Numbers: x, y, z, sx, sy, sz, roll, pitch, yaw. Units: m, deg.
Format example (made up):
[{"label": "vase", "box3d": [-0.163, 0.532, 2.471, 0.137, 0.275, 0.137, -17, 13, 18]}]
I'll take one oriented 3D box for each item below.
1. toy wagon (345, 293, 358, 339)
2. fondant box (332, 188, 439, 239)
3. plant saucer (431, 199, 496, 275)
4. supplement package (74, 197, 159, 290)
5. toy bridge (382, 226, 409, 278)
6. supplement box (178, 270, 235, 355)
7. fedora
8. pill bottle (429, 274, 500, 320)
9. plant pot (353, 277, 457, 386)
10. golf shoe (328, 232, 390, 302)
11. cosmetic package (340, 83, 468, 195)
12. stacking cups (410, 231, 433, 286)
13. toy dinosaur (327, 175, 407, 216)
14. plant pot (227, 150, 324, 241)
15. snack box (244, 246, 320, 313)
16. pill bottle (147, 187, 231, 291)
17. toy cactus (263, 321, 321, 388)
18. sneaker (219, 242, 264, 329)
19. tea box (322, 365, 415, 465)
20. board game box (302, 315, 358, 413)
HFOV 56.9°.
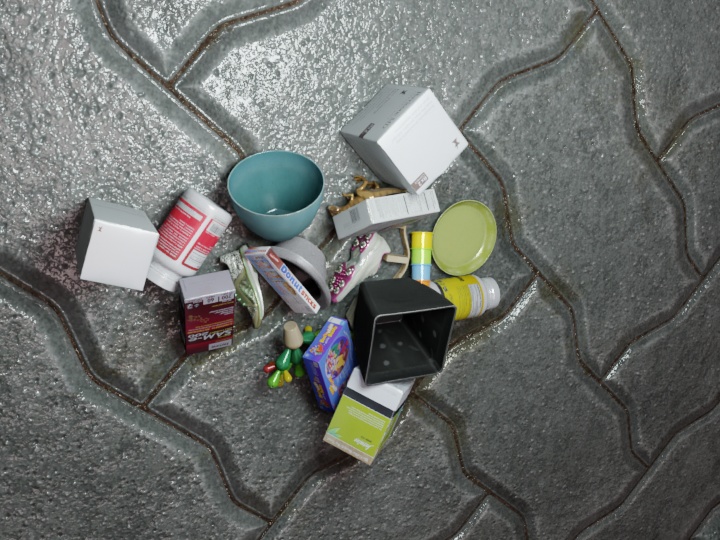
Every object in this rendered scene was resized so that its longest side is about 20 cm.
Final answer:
[{"label": "toy wagon", "box3d": [0.062, 0.112, 1.669, 0.199, 0.040, 0.155, 13, 116, -31]}, {"label": "fondant box", "box3d": [0.058, -0.128, 1.506, 0.200, 0.144, 0.058, -12, 85, -36]}, {"label": "plant saucer", "box3d": [0.262, -0.087, 1.722, 0.199, 0.031, 0.201, -8, 109, -24]}, {"label": "supplement package", "box3d": [-0.474, -0.054, 1.278, 0.117, 0.200, 0.118, 15, 100, -28]}, {"label": "toy bridge", "box3d": [0.089, -0.031, 1.657, 0.067, 0.027, 0.201, 6, 103, -27]}, {"label": "supplement box", "box3d": [-0.330, 0.093, 1.424, 0.108, 0.061, 0.200, -12, 143, -22]}, {"label": "fedora", "box3d": [-0.137, -0.006, 1.502, 0.200, 0.177, 0.090, 48, 54, -29]}, {"label": "pill bottle", "box3d": [0.256, 0.072, 1.724, 0.199, 0.112, 0.113, -8, 110, -24]}, {"label": "plant pot", "box3d": [0.082, 0.124, 1.546, 0.199, 0.178, 0.201, -6, 124, -20]}, {"label": "golf shoe", "box3d": [0.000, 0.000, 1.600, 0.091, 0.075, 0.200, 33, 92, -34]}, {"label": "cosmetic package", "box3d": [0.094, -0.294, 1.474, 0.165, 0.200, 0.165, -47, 120, -6]}, {"label": "stacking cups", "box3d": [0.150, 0.005, 1.653, 0.060, 0.060, 0.201, 1, 91, -26]}, {"label": "toy dinosaur", "box3d": [0.023, -0.172, 1.529, 0.199, 0.106, 0.060, -19, 140, 20]}, {"label": "plant pot", "box3d": [-0.176, -0.141, 1.419, 0.200, 0.200, 0.135, -21, 144, -19]}, {"label": "snack box", "box3d": [-0.170, 0.024, 1.458, 0.200, 0.072, 0.024, 53, 54, -34]}, {"label": "pill bottle", "box3d": [-0.366, -0.061, 1.379, 0.112, 0.112, 0.200, 35, 90, -30]}, {"label": "toy cactus", "box3d": [-0.156, 0.182, 1.561, 0.200, 0.102, 0.165, -33, 137, -28]}, {"label": "sneaker", "box3d": [-0.269, 0.039, 1.493, 0.088, 0.077, 0.201, -11, 106, -8]}, {"label": "tea box", "box3d": [0.026, 0.336, 1.630, 0.133, 0.200, 0.197, 26, 98, 12]}, {"label": "board game box", "box3d": [-0.065, 0.227, 1.589, 0.135, 0.045, 0.200, -54, 147, -36]}]
